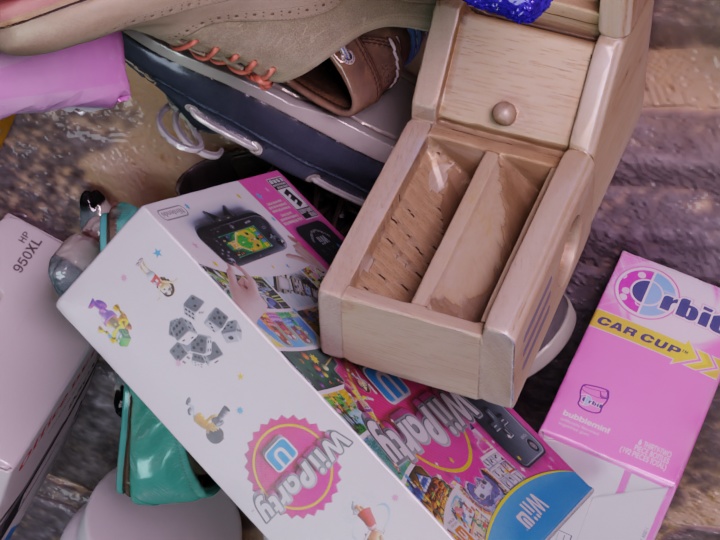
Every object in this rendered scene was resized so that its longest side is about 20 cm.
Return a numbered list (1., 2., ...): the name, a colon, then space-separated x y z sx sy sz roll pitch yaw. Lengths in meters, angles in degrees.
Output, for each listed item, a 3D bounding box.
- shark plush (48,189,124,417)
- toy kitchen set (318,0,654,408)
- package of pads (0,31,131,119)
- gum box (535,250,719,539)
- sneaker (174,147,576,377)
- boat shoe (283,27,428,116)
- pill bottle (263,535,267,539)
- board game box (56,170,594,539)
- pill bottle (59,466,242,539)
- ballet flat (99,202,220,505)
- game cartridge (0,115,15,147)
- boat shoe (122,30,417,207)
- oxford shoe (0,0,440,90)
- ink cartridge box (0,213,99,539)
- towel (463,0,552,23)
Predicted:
1. shark plush: -0.120 0.040 1.091 0.091 0.083 0.200 17 141 16
2. toy kitchen set: 0.090 -0.075 0.740 0.163 0.181 0.200 16 141 16
3. package of pads: -0.162 -0.152 0.798 0.075 0.120 0.201 6 107 43
4. gum box: 0.117 0.102 0.982 0.066 0.114 0.200 22 142 9
5. sneaker: 0.000 0.000 0.974 0.199 0.075 0.106 3 136 32
6. boat shoe: -0.065 -0.137 0.857 0.200 0.073 0.072 30 143 -1
7. pill bottle: 0.012 0.123 1.005 0.116 0.116 0.200 26 177 4
8. board game box: -0.010 0.055 0.832 0.200 0.147 0.064 47 110 7
9. pill bottle: -0.140 0.203 1.270 0.114 0.114 0.200 27 143 2
10. ballet flat: -0.090 0.043 1.011 0.070 0.068 0.201 2 135 -1
11. game cartridge: -0.243 -0.001 1.048 0.032 0.177 0.200 32 144 -3
12. boat shoe: -0.057 -0.087 0.915 0.199 0.075 0.062 23 133 -7
13. oxford shoe: -0.049 -0.102 0.787 0.070 0.199 0.075 -143 42 -61
14. ink cartridge box: -0.215 0.086 1.157 0.084 0.145 0.200 28 144 -1
15. towel: -0.005 -0.182 0.705 0.199 0.050 0.148 22 104 23
